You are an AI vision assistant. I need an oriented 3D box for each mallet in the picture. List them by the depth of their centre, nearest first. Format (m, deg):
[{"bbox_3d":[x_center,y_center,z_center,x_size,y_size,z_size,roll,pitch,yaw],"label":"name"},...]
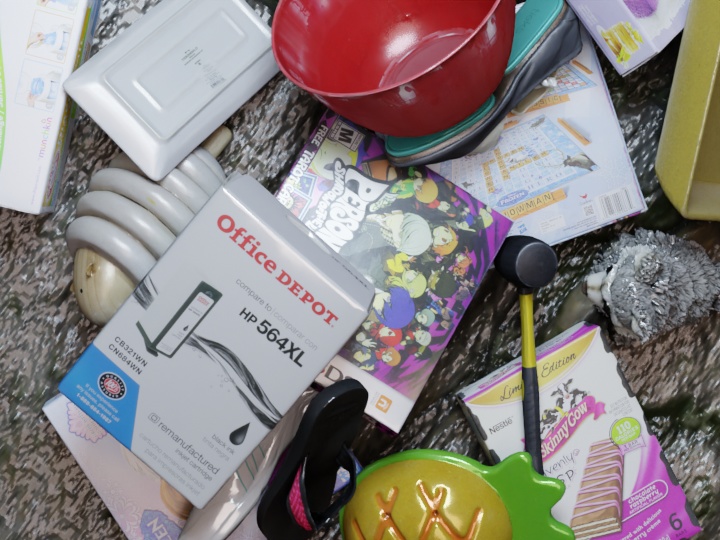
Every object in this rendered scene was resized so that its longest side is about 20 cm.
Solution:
[{"bbox_3d":[0.136,0.069,1.225,0.041,0.066,0.203,-5,105,-11],"label":"mallet"}]

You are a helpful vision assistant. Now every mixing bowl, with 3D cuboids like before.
[{"bbox_3d":[0.041,-0.177,1.141,0.199,0.200,0.109,-39,135,-3],"label":"mixing bowl"}]

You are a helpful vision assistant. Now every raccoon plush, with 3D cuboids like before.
[{"bbox_3d":[0.279,0.004,1.241,0.197,0.134,0.098,-17,93,-5],"label":"raccoon plush"}]

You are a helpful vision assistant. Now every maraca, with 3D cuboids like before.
[{"bbox_3d":[0.077,0.210,1.231,0.197,0.107,0.139,-8,110,17],"label":"maraca"}]

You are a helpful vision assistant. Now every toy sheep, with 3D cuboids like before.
[{"bbox_3d":[-0.162,-0.038,1.200,0.137,0.138,0.201,38,62,-6],"label":"toy sheep"}]

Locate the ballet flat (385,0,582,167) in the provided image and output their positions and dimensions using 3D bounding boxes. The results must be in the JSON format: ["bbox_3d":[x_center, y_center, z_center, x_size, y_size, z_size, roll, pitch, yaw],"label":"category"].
[{"bbox_3d":[0.106,-0.138,1.196,0.200,0.073,0.073,-45,96,-8],"label":"ballet flat"}]

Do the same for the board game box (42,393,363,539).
[{"bbox_3d":[-0.131,0.141,1.251,0.198,0.041,0.201,-34,95,-4],"label":"board game box"}]

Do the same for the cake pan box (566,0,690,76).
[{"bbox_3d":[0.221,-0.283,1.222,0.200,0.052,0.185,-41,98,-40],"label":"cake pan box"}]

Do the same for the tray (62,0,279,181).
[{"bbox_3d":[-0.138,-0.166,1.190,0.107,0.022,0.200,46,51,-6],"label":"tray"}]

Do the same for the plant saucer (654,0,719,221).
[{"bbox_3d":[0.304,-0.144,1.228,0.048,0.199,0.203,16,99,33],"label":"plant saucer"}]

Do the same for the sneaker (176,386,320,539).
[{"bbox_3d":[-0.099,0.142,1.204,0.080,0.070,0.201,33,80,-2],"label":"sneaker"}]

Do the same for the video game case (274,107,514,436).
[{"bbox_3d":[0.000,0.000,1.187,0.180,0.036,0.201,31,77,-2],"label":"video game case"}]

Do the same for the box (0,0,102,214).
[{"bbox_3d":[-0.279,-0.152,1.188,0.100,0.112,0.203,13,92,-6],"label":"box"}]

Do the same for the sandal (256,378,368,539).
[{"bbox_3d":[-0.032,0.165,1.164,0.075,0.201,0.045,-23,59,-34],"label":"sandal"}]

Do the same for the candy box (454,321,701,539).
[{"bbox_3d":[0.187,0.164,1.276,0.135,0.061,0.202,-29,94,-4],"label":"candy box"}]

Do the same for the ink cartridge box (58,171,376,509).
[{"bbox_3d":[-0.105,0.050,1.106,0.146,0.084,0.201,40,101,-3],"label":"ink cartridge box"}]

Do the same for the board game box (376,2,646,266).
[{"bbox_3d":[0.118,-0.113,1.259,0.198,0.041,0.202,-19,95,-5],"label":"board game box"}]
